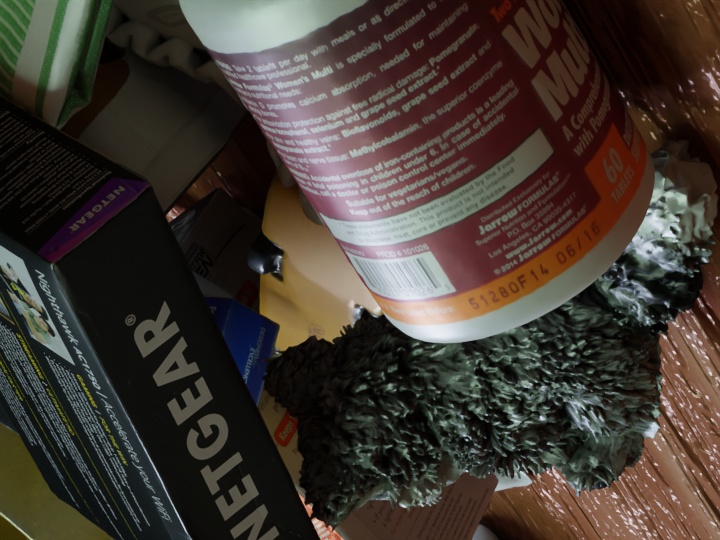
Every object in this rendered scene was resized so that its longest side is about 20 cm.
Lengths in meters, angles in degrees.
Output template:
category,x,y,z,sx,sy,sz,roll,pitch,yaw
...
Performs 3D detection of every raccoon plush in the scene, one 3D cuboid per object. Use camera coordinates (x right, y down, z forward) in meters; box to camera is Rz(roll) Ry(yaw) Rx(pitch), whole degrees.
category,x,y,z,sx,sy,sz,roll,pitch,yaw
raccoon plush,0.040,0.016,1.027,0.201,0.133,0.097,100,154,-47

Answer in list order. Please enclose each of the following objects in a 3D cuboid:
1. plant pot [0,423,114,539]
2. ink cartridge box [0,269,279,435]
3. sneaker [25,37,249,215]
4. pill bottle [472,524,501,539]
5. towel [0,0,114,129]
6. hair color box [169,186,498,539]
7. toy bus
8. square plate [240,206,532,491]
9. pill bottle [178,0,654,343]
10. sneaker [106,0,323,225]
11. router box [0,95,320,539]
category,x,y,z,sx,sy,sz,roll,pitch,yaw
plant pot,-0.168,0.112,1.610,0.199,0.142,0.200,35,161,14
ink cartridge box,-0.127,0.026,1.200,0.199,0.039,0.100,28,113,33
sneaker,-0.093,-0.072,1.122,0.085,0.073,0.200,40,-175,-4
pill bottle,0.096,0.238,1.455,0.200,0.111,0.111,43,160,-11
towel,-0.157,-0.157,1.037,0.199,0.023,0.153,32,118,33
hair color box,-0.036,0.073,1.282,0.064,0.111,0.200,-32,106,37
toy bus,0.000,0.000,1.158,0.065,0.078,0.200,34,160,12
square plate,-0.026,0.056,1.403,0.198,0.028,0.200,44,160,-11
pill bottle,0.008,-0.082,0.909,0.109,0.110,0.200,11,141,53
sneaker,-0.037,-0.102,1.039,0.200,0.075,0.081,40,137,15
router box,-0.099,0.032,1.039,0.149,0.051,0.201,30,152,46
